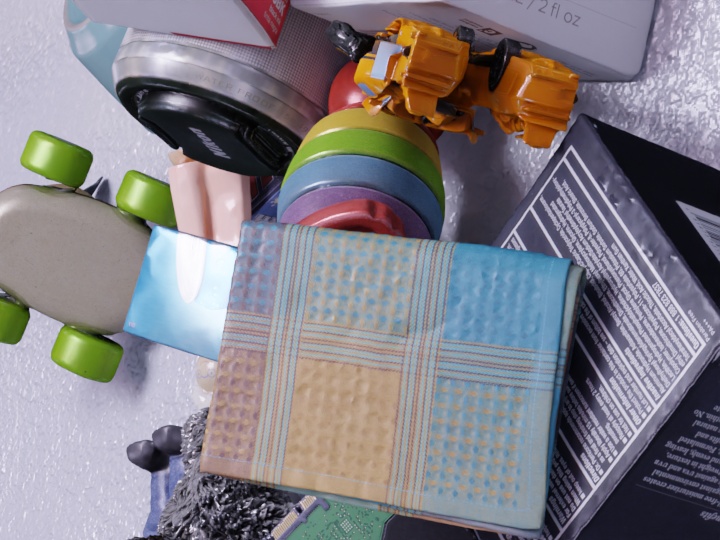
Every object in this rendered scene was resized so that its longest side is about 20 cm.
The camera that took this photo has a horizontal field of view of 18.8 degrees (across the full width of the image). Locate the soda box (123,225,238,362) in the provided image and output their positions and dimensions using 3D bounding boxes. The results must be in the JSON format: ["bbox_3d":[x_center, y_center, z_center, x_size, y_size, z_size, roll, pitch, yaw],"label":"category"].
[{"bbox_3d":[-0.039,0.030,1.251,0.199,0.064,0.068,15,88,37],"label":"soda box"}]

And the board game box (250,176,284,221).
[{"bbox_3d":[-0.053,-0.111,1.623,0.200,0.034,0.136,-41,45,38],"label":"board game box"}]

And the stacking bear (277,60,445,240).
[{"bbox_3d":[0.008,-0.060,1.385,0.113,0.122,0.201,-16,42,28],"label":"stacking bear"}]

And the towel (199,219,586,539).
[{"bbox_3d":[0.016,0.054,1.157,0.199,0.022,0.148,7,83,23],"label":"towel"}]

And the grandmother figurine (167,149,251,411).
[{"bbox_3d":[-0.106,0.010,1.592,0.121,0.060,0.201,-14,80,54],"label":"grandmother figurine"}]

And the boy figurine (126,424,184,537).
[{"bbox_3d":[-0.140,0.220,1.582,0.124,0.064,0.201,-27,52,44],"label":"boy figurine"}]

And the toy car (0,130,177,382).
[{"bbox_3d":[-0.233,-0.017,1.792,0.200,0.157,0.165,-130,63,-84],"label":"toy car"}]

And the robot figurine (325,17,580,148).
[{"bbox_3d":[0.052,-0.110,1.275,0.200,0.144,0.059,-155,80,-79],"label":"robot figurine"}]

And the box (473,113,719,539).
[{"bbox_3d":[0.145,0.060,1.189,0.199,0.123,0.200,-55,36,24],"label":"box"}]

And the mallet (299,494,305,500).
[{"bbox_3d":[0.034,0.086,1.388,0.200,0.066,0.041,-54,39,25],"label":"mallet"}]

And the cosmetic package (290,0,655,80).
[{"bbox_3d":[0.084,-0.237,1.364,0.166,0.167,0.201,7,82,55],"label":"cosmetic package"}]

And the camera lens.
[{"bbox_3d":[-0.070,-0.177,1.496,0.160,0.160,0.201,-2,64,55],"label":"camera lens"}]

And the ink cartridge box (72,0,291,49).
[{"bbox_3d":[-0.098,-0.256,1.399,0.146,0.083,0.201,11,73,25],"label":"ink cartridge box"}]

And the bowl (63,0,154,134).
[{"bbox_3d":[-0.165,-0.220,1.740,0.201,0.105,0.202,-43,33,38],"label":"bowl"}]

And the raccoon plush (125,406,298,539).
[{"bbox_3d":[-0.113,0.140,1.471,0.097,0.200,0.134,-33,69,22],"label":"raccoon plush"}]

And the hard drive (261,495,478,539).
[{"bbox_3d":[0.043,0.197,1.266,0.200,0.038,0.140,50,123,12],"label":"hard drive"}]
